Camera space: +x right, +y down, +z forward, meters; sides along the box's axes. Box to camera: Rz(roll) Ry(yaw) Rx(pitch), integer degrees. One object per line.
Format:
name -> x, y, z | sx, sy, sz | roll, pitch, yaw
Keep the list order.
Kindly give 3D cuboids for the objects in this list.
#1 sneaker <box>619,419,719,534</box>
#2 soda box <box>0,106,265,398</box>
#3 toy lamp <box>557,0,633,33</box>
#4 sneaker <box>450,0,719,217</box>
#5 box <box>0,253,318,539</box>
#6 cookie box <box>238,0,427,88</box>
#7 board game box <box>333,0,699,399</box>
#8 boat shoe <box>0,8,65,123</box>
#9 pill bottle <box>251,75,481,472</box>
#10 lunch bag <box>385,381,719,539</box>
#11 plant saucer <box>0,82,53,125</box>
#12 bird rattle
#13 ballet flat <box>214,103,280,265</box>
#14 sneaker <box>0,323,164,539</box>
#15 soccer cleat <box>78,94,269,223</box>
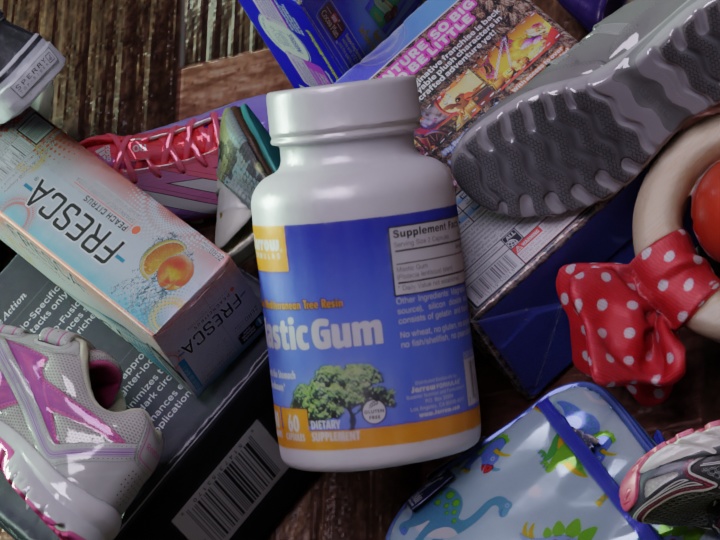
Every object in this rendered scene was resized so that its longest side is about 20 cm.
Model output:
sneaker -> 0.227, 0.123, 1.413 | 0.198, 0.081, 0.075 | 8, 63, -11
soda box -> -0.142, -0.013, 1.582 | 0.064, 0.069, 0.200 | -45, 51, -11
toy lamp -> 0.197, -0.137, 1.652 | 0.199, 0.058, 0.058 | 30, 76, 37
sneaker -> 0.140, -0.097, 1.537 | 0.199, 0.075, 0.082 | -29, 23, 10
box -> -0.136, 0.080, 1.637 | 0.200, 0.118, 0.197 | 34, 78, 36
cookie box -> 0.023, -0.203, 1.706 | 0.075, 0.171, 0.201 | 26, 73, 32
board game box -> 0.081, -0.056, 1.630 | 0.159, 0.097, 0.200 | -41, 52, -3
boat shoe -> -0.222, -0.121, 1.622 | 0.072, 0.071, 0.200 | -46, 10, -20
pill bottle -> 0.000, 0.000, 1.507 | 0.111, 0.112, 0.202 | -5, 95, 23
lunch bag -> 0.120, 0.165, 1.486 | 0.160, 0.083, 0.200 | -35, 53, -1
plant saucer -> -0.266, -0.052, 1.765 | 0.200, 0.050, 0.201 | -46, 26, 31
bird rattle -> 0.204, -0.005, 1.515 | 0.199, 0.113, 0.164 | 2, 76, 25
ballet flat -> -0.041, -0.012, 1.670 | 0.071, 0.069, 0.200 | -42, 66, 6
sneaker -> -0.176, 0.070, 1.545 | 0.088, 0.081, 0.200 | -44, 60, -8
soccer cleat -> -0.128, -0.064, 1.750 | 0.199, 0.077, 0.067 | -23, 53, 12
